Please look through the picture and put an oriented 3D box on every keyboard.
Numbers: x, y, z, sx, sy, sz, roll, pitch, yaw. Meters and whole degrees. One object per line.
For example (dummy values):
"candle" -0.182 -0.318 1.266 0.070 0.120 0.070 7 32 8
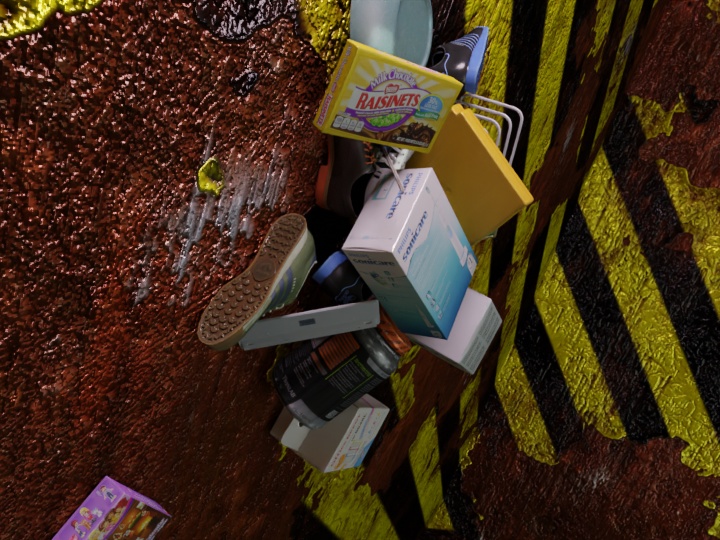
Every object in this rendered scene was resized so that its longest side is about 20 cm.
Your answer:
"keyboard" -0.071 0.073 0.794 0.197 0.011 0.057 -10 136 -3

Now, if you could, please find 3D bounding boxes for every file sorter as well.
"file sorter" 0.172 -0.209 0.997 0.200 0.138 0.126 -36 142 -45

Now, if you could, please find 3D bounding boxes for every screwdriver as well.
"screwdriver" 0.037 -0.151 0.760 0.029 0.201 0.028 -7 128 -13

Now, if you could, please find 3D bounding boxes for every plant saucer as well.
"plant saucer" 0.051 -0.298 0.725 0.201 0.038 0.203 -35 131 -54

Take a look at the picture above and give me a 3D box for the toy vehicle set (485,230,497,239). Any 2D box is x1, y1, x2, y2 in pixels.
"toy vehicle set" 0.167 -0.101 1.084 0.197 0.027 0.125 -10 136 -11

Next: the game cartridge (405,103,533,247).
"game cartridge" 0.141 -0.124 0.883 0.032 0.177 0.200 -28 172 -38

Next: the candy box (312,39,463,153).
"candy box" 0.039 -0.203 0.710 0.199 0.026 0.103 -3 126 -46

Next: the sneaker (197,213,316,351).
"sneaker" -0.117 0.030 0.747 0.201 0.067 0.090 -56 150 -21

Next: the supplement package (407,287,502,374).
"supplement package" 0.182 0.108 1.271 0.148 0.190 0.200 -60 155 -5

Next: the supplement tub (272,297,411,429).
"supplement tub" -0.027 0.139 0.898 0.199 0.123 0.122 -37 156 7

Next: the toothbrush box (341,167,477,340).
"toothbrush box" 0.077 -0.021 0.820 0.200 0.085 0.147 54 52 -42

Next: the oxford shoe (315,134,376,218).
"oxford shoe" -0.003 -0.165 0.769 0.071 0.072 0.202 -29 139 -48

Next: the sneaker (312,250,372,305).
"sneaker" 0.000 0.000 0.884 0.070 0.078 0.200 -46 177 30

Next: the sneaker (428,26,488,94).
"sneaker" 0.157 -0.341 0.926 0.201 0.077 0.071 -67 165 -50

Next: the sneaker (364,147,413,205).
"sneaker" 0.042 -0.174 0.849 0.202 0.071 0.072 -65 167 -6

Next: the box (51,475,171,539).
"box" -0.331 0.357 0.697 0.201 0.039 0.137 -52 153 -22

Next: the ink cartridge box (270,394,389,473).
"ink cartridge box" -0.055 0.271 1.051 0.130 0.124 0.200 -61 156 -2

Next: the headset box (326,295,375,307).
"headset box" 0.038 0.040 1.058 0.201 0.075 0.149 -52 153 -21
